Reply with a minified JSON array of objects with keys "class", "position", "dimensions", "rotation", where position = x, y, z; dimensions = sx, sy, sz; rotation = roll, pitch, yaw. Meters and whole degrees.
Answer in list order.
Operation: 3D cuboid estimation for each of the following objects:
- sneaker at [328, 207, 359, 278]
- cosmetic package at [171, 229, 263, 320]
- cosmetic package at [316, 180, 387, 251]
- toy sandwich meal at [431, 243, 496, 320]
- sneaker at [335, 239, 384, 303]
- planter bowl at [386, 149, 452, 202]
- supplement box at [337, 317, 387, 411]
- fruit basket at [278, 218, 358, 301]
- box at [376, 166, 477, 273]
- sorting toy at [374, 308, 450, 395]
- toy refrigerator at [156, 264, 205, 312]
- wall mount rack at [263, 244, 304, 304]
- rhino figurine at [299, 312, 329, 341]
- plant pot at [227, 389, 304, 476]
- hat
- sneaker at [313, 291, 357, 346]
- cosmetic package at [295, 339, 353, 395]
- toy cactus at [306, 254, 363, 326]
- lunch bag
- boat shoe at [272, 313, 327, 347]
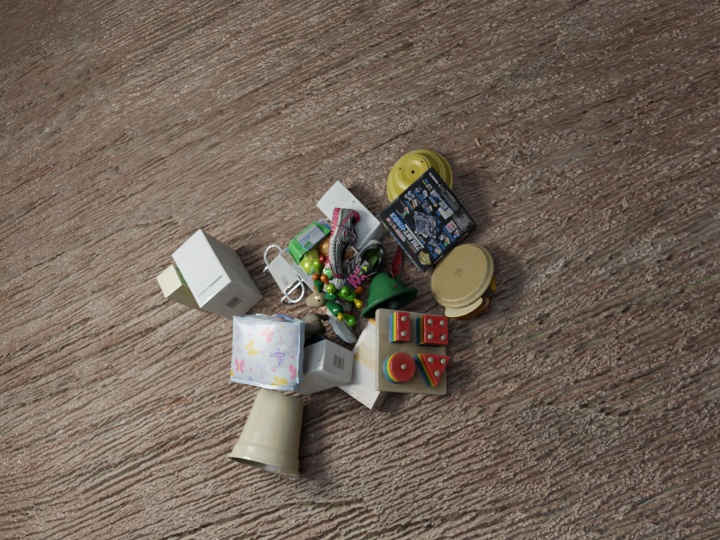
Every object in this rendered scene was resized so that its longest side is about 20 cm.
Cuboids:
[{"class":"sneaker","position":[-0.047,-0.078,1.644],"dimensions":[0.072,0.081,0.206],"rotation":[4,71,6]},{"class":"cosmetic package","position":[-0.415,0.018,1.772],"dimensions":[0.122,0.199,0.202],"rotation":[-38,66,6]},{"class":"cosmetic package","position":[-0.025,-0.151,1.743],"dimensions":[0.102,0.074,0.200],"rotation":[-46,64,3]},{"class":"toy sandwich meal","position":[0.273,0.027,1.580],"dimensions":[0.201,0.070,0.210],"rotation":[-23,49,28]},{"class":"sneaker","position":[0.000,0.000,1.639],"dimensions":[0.073,0.087,0.201],"rotation":[40,81,-10]},{"class":"planter bowl","position":[0.155,-0.262,1.699],"dimensions":[0.194,0.083,0.207],"rotation":[-6,73,18]},{"class":"supplement box","position":[0.036,0.249,1.606],"dimensions":[0.124,0.073,0.203],"rotation":[28,86,25]},{"class":"fruit basket","position":[-0.101,-0.035,1.701],"dimensions":[0.199,0.095,0.184],"rotation":[41,64,18]},{"class":"box","position":[0.177,-0.134,1.619],"dimensions":[0.198,0.050,0.201],"rotation":[-41,92,-1]},{"class":"sorting toy","position":[0.139,0.202,1.520],"dimensions":[0.194,0.069,0.205],"rotation":[8,73,-22]},{"class":"toy refrigerator","position":[-0.505,0.054,1.796],"dimensions":[0.069,0.200,0.077],"rotation":[-36,65,6]},{"class":"wall mount rack","position":[-0.188,-0.004,1.767],"dimensions":[0.173,0.074,0.202],"rotation":[-40,66,10]},{"class":"rhino figurine","position":[-0.175,0.174,1.620],"dimensions":[0.197,0.087,0.061],"rotation":[-30,74,10]},{"class":"plant pot","position":[-0.232,0.426,1.609],"dimensions":[0.195,0.201,0.188],"rotation":[4,64,21]},{"class":"hat","position":[0.051,0.012,1.615],"dimensions":[0.163,0.199,0.180],"rotation":[-28,73,17]},{"class":"sneaker","position":[-0.052,0.112,1.680],"dimensions":[0.091,0.076,0.202],"rotation":[-34,67,3]},{"class":"cosmetic package","position":[-0.121,0.259,1.597],"dimensions":[0.197,0.106,0.087],"rotation":[-22,50,41]},{"class":"toy cactus","position":[-0.082,0.058,1.591],"dimensions":[0.163,0.201,0.103],"rotation":[-19,26,45]},{"class":"lunch bag","position":[-0.221,0.204,1.526],"dimensions":[0.195,0.126,0.175],"rotation":[2,91,33]},{"class":"boat shoe","position":[-0.170,0.187,1.701],"dimensions":[0.196,0.072,0.074],"rotation":[27,87,19]}]
